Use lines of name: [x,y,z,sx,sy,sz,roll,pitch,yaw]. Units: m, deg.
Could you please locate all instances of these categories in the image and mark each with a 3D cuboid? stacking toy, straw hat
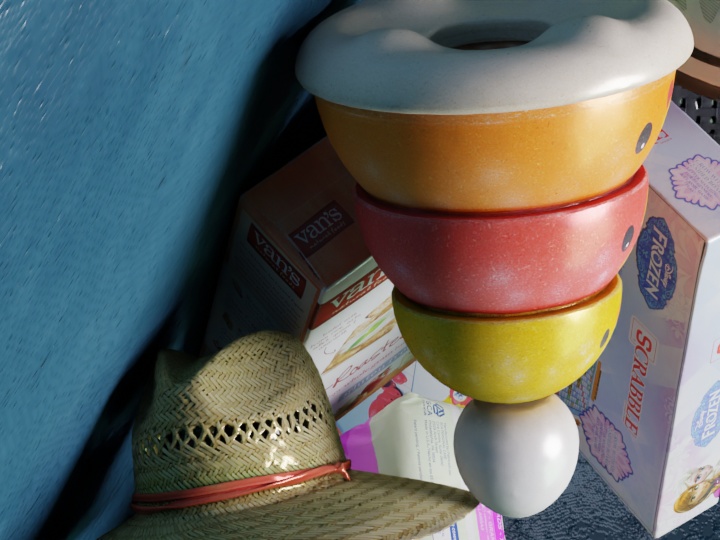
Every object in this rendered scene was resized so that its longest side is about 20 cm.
stacking toy: [0.055,-0.003,0.842,0.146,0.145,0.202,-49,138,-63]
straw hat: [-0.050,0.069,0.887,0.201,0.199,0.086,-17,97,-82]

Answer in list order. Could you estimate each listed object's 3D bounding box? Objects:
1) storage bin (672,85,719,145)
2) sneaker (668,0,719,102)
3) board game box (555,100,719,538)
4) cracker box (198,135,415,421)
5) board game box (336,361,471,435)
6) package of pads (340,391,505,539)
storage bin: [0.152,-0.108,1.112,0.200,0.093,0.136,70,21,-74]
sneaker: [0.152,-0.139,0.906,0.200,0.075,0.116,41,-53,53]
board game box: [0.095,-0.015,0.997,0.041,0.200,0.201,-25,144,-21]
cracker box: [0.000,0.000,0.985,0.134,0.058,0.200,-36,164,-25]
board game box: [0.014,0.077,1.206,0.200,0.105,0.103,-42,173,-8]
package of pads: [-0.013,0.168,1.029,0.200,0.068,0.156,-34,-128,40]
